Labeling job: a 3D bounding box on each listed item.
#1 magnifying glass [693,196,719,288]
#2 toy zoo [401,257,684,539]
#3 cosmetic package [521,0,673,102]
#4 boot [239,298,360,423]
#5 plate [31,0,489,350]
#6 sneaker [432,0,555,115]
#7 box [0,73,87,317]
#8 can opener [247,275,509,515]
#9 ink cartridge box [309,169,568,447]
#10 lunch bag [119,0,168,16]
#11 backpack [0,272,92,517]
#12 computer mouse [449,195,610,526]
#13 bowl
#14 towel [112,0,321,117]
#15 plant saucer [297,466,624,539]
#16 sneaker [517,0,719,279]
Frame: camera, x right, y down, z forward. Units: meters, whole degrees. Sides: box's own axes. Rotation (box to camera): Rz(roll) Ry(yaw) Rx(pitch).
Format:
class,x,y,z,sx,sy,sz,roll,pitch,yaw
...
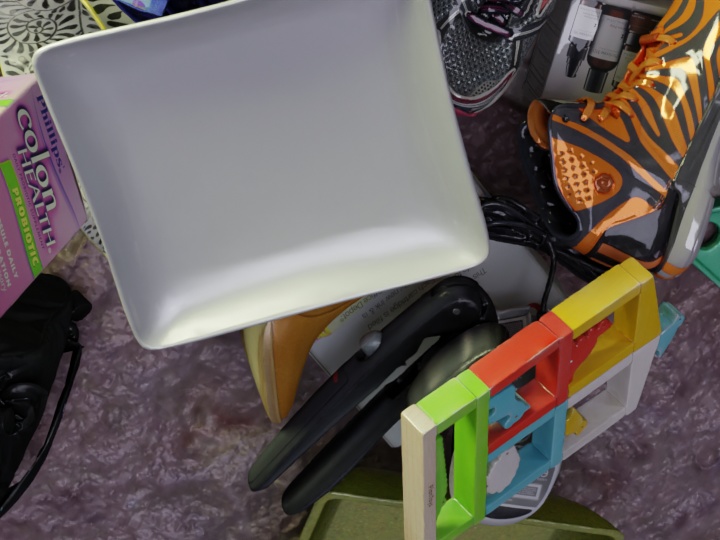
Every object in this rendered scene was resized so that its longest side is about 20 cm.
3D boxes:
class,x,y,z,sx,sy,sz,roll,pitch,yaw
magnifying glass,0.214,-0.026,1.403,0.200,0.022,0.080,14,109,-13
toy zoo,0.106,0.072,1.244,0.200,0.020,0.131,-33,148,-22
cosmetic package,0.208,-0.119,1.347,0.199,0.051,0.083,12,111,-13
boot,0.000,-0.001,1.257,0.144,0.071,0.201,-15,135,-13
plate,-0.047,-0.063,1.132,0.199,0.032,0.200,-15,126,3
sneaker,0.088,-0.185,1.263,0.080,0.075,0.200,21,96,-17
box,-0.276,-0.020,1.201,0.175,0.200,0.097,-6,115,19
can opener,0.006,0.074,1.273,0.200,0.079,0.063,-38,104,27
ink cartridge box,0.013,-0.014,1.341,0.146,0.083,0.200,-37,113,7
lunch bag,-0.136,-0.215,1.033,0.150,0.094,0.200,23,125,-6
backpack,-0.259,0.096,1.318,0.126,0.167,0.200,28,109,2
computer mouse,0.094,0.056,1.317,0.109,0.044,0.200,10,105,-18
bowl,-0.122,-0.102,1.249,0.094,0.201,0.201,-27,116,-25
towel,-0.081,-0.169,1.203,0.148,0.200,0.050,41,114,-20
plant saucer,0.044,0.195,1.420,0.199,0.048,0.200,9,137,-13
sneaker,0.158,-0.102,1.259,0.112,0.078,0.201,15,82,-12
